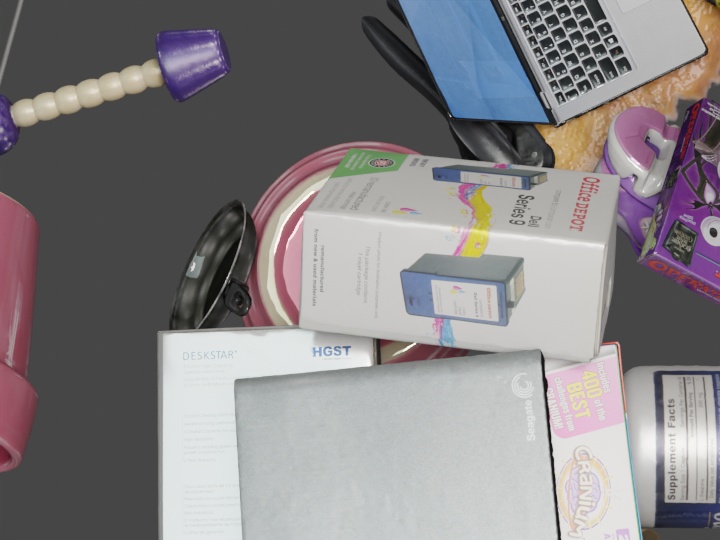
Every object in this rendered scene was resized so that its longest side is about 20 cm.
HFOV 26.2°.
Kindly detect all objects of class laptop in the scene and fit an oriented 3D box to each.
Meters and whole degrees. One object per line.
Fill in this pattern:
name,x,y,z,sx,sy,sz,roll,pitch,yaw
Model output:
laptop,0.126,-0.214,1.130,0.198,0.116,0.189,-25,73,4

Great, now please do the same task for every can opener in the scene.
can opener,0.074,-0.137,1.164,0.063,0.079,0.201,-33,65,-5

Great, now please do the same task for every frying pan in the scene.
frying pan,-0.092,-0.003,1.119,0.031,0.189,0.116,26,70,-22

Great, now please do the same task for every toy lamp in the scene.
toy lamp,-0.199,-0.143,1.207,0.197,0.058,0.059,-15,79,5

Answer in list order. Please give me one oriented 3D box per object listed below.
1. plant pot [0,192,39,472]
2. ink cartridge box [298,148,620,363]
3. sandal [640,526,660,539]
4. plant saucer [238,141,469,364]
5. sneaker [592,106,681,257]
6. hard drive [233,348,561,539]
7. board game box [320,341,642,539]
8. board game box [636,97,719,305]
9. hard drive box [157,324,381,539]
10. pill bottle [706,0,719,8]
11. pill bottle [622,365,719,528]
plant pot,-0.321,0.033,1.141,0.197,0.200,0.181,9,67,10
ink cartridge box,0.071,-0.014,1.038,0.197,0.145,0.089,8,113,11
sandal,0.169,0.286,1.089,0.069,0.077,0.215,-1,82,42
plant saucer,0.000,0.000,1.158,0.197,0.051,0.204,-2,81,9
sneaker,0.244,-0.031,1.117,0.199,0.089,0.081,34,45,-6
hard drive,0.023,0.129,0.966,0.197,0.033,0.142,-6,79,9
board game box,0.078,0.134,1.008,0.197,0.040,0.155,-5,79,1
board game box,0.286,-0.016,1.016,0.198,0.032,0.121,26,73,-11
hard drive box,-0.059,0.143,1.073,0.153,0.077,0.203,-2,80,4
pill bottle,0.343,-0.201,1.093,0.199,0.112,0.113,33,87,19
pill bottle,0.235,0.122,1.072,0.197,0.111,0.113,-1,81,9
